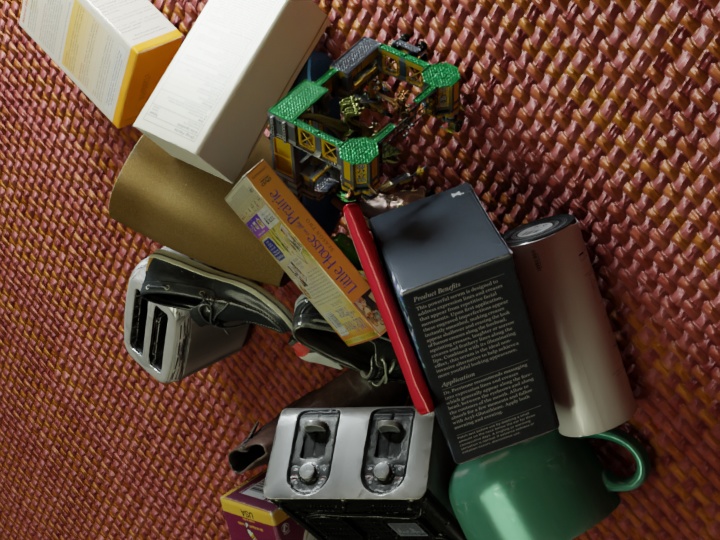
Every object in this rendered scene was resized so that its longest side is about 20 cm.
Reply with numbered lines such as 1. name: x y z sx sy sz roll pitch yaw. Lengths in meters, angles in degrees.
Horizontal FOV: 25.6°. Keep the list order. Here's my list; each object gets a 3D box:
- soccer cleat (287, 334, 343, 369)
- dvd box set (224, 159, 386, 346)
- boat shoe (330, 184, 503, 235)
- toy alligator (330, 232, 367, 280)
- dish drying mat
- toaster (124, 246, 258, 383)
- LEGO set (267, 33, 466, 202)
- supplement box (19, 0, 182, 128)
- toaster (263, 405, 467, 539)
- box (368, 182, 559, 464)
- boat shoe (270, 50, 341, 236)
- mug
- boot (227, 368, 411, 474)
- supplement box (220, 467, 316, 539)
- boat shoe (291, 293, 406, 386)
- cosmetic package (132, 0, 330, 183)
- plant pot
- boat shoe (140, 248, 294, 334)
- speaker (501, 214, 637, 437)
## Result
1. soccer cleat: 0.002 0.040 1.726 0.085 0.069 0.200 28 128 -24
2. dvd box set: -0.051 -0.013 1.554 0.200 0.029 0.146 50 167 -2
3. boat shoe: 0.059 -0.049 1.606 0.200 0.070 0.070 30 95 29
4. toy alligator: 0.000 0.000 1.626 0.200 0.059 0.054 32 140 -5
5. dish drying mat: 0.025 0.036 1.453 0.077 0.018 0.201 90 160 -85
6. toaster: -0.206 0.047 1.905 0.114 0.129 0.200 40 138 26
7. LEGO set: 0.005 -0.125 1.521 0.153 0.200 0.116 21 140 21
8. supplement box: -0.306 -0.282 1.855 0.200 0.073 0.126 46 140 18
9. toaster: 0.021 0.220 1.658 0.180 0.119 0.200 -3 153 22
10. box: 0.096 0.049 1.473 0.149 0.107 0.200 -112 3 -60
11. boat shoe: -0.057 -0.129 1.666 0.068 0.084 0.201 5 93 36
12. mug: 0.178 0.206 1.576 0.115 0.185 0.152 62 166 3
13. boot: -0.042 0.166 1.763 0.200 0.166 0.073 -32 88 52
14. supplement box: -0.072 0.342 1.936 0.103 0.131 0.201 7 119 46
15. boat shoe: 0.017 0.089 1.667 0.199 0.071 0.072 22 134 -1
16. cosmetic package: -0.130 -0.201 1.612 0.103 0.200 0.073 27 174 37
17. plant pot: -0.141 -0.075 1.738 0.200 0.186 0.187 36 138 7
18. boat shoe: -0.158 0.036 1.757 0.199 0.062 0.075 20 162 21
19. speaker: 0.196 0.054 1.498 0.081 0.081 0.201 -5 109 50
